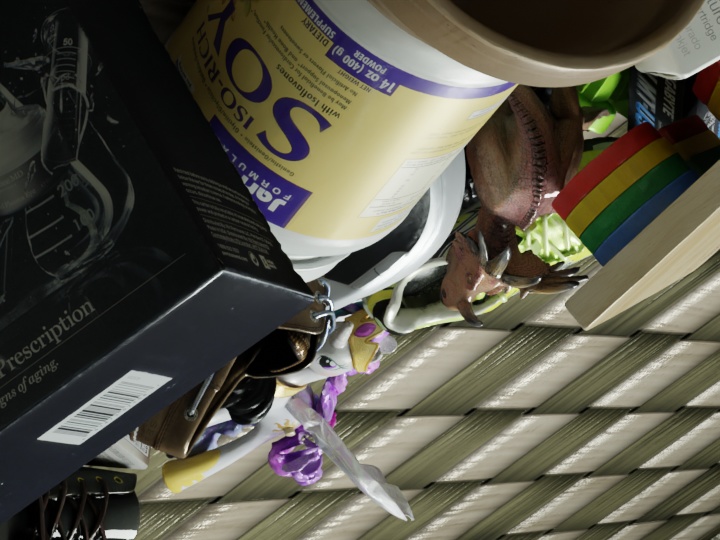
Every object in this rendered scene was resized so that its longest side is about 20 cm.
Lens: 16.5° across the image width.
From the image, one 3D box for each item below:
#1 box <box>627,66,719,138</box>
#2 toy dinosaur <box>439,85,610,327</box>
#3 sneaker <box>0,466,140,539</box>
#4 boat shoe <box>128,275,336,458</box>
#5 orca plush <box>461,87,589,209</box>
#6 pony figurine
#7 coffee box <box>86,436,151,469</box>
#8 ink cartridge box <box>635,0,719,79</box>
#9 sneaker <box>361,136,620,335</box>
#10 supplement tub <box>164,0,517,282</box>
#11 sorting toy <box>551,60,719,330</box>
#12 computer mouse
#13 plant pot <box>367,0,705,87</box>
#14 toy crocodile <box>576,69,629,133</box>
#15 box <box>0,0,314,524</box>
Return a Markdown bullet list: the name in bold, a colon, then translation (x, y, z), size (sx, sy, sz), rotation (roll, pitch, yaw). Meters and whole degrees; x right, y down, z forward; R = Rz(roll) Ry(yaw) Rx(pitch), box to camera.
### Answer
- **box**: translation (0.240, -0.151, 1.476), size (0.199, 0.050, 0.200), rotation (-42, 159, -13)
- **toy dinosaur**: translation (0.089, -0.051, 1.368), size (0.086, 0.136, 0.200), rotation (7, 163, 5)
- **sneaker**: translation (-0.170, 0.128, 1.315), size (0.106, 0.075, 0.200), rotation (3, -178, -4)
- **boat shoe**: translation (-0.052, 0.020, 1.271), size (0.200, 0.072, 0.072), rotation (-46, 167, -23)
- **orca plush**: translation (0.064, -0.039, 1.563), size (0.200, 0.071, 0.105), rotation (-29, 162, -6)
- **pony figurine**: translation (-0.049, 0.085, 1.631), size (0.200, 0.167, 0.193), rotation (-19, 157, 13)
- **coffee box**: translation (-0.183, 0.044, 1.308), size (0.113, 0.080, 0.200), rotation (3, 165, 10)
- **ink cartridge box**: translation (0.198, -0.202, 1.199), size (0.200, 0.146, 0.085), rotation (-30, -169, -5)
- **sneaker**: translation (0.093, -0.012, 1.492), size (0.200, 0.076, 0.075), rotation (-26, 120, 12)
- **supplement tub**: translation (-0.011, -0.097, 1.171), size (0.145, 0.145, 0.200), rotation (-15, 156, -41)
- **sorting toy**: translation (0.197, -0.073, 1.318), size (0.200, 0.070, 0.199), rotation (-44, 170, 25)
- **computer mouse**: translation (0.000, 0.000, 1.362), size (0.200, 0.044, 0.110), rotation (-45, -172, 32)
- **plant pot**: translation (0.048, -0.163, 1.036), size (0.201, 0.201, 0.093), rotation (-18, 174, -35)
- **toy crocodile**: translation (0.156, -0.127, 1.502), size (0.068, 0.062, 0.200), rotation (-57, 159, 20)
- **box**: translation (-0.158, -0.012, 1.107), size (0.200, 0.182, 0.104), rotation (-36, 161, 14)
